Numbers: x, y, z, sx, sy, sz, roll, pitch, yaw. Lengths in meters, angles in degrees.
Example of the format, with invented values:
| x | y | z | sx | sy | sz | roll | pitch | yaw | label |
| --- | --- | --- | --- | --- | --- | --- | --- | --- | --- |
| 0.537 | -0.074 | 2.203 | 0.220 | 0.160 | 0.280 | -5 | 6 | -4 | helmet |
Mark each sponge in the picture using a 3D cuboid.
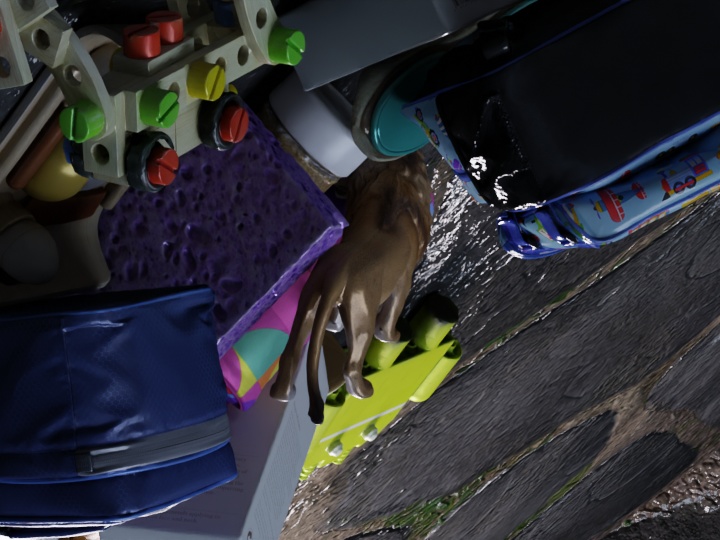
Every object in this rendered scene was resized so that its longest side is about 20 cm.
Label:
| x | y | z | sx | sy | sz | roll | pitch | yaw | label |
| --- | --- | --- | --- | --- | --- | --- | --- | --- | --- |
| -0.110 | 0.001 | 1.445 | 0.200 | 0.112 | 0.030 | -45 | 164 | 18 | sponge |

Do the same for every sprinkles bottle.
| x | y | z | sx | sy | sz | roll | pitch | yaw | label |
| --- | --- | --- | --- | --- | --- | --- | --- | --- | --- |
| -0.082 | -0.032 | 1.494 | 0.200 | 0.068 | 0.068 | -43 | 162 | 13 | sprinkles bottle |

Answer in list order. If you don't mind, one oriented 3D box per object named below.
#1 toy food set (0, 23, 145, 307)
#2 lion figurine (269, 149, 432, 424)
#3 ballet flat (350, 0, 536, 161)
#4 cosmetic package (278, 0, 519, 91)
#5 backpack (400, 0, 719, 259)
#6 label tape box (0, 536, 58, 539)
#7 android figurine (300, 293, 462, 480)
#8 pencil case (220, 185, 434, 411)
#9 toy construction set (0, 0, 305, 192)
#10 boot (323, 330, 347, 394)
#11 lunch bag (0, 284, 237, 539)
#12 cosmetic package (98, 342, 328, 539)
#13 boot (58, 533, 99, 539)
| x | y | z | sx | sy | sz | roll | pitch | yaw | label |
| --- | --- | --- | --- | --- | --- | --- | --- | --- | --- |
| -0.134 | -0.057 | 1.341 | 0.200 | 0.061 | 0.143 | -48 | 160 | 28 | toy food set |
| 0.000 | 0.000 | 1.472 | 0.200 | 0.072 | 0.123 | -76 | 179 | -65 | lion figurine |
| 0.040 | -0.122 | 1.498 | 0.200 | 0.062 | 0.068 | -34 | 133 | -45 | ballet flat |
| 0.071 | -0.171 | 1.395 | 0.199 | 0.052 | 0.151 | -28 | -175 | -33 | cosmetic package |
| 0.122 | -0.091 | 1.374 | 0.182 | 0.135 | 0.200 | -27 | -175 | -19 | backpack |
| -0.234 | 0.144 | 1.627 | 0.200 | 0.066 | 0.143 | -42 | 162 | 2 | label tape box |
| 0.005 | 0.102 | 2.051 | 0.182 | 0.041 | 0.200 | -19 | 152 | -48 | android figurine |
| -0.042 | -0.001 | 1.581 | 0.200 | 0.088 | 0.088 | -46 | 164 | -13 | pencil case |
| -0.101 | -0.116 | 1.177 | 0.199 | 0.092 | 0.132 | -23 | 123 | -40 | toy construction set |
| -0.108 | 0.117 | 1.803 | 0.200 | 0.073 | 0.156 | -25 | 161 | -48 | boot |
| -0.175 | 0.084 | 1.380 | 0.199 | 0.133 | 0.136 | -5 | -177 | 35 | lunch bag |
| -0.093 | 0.119 | 1.614 | 0.201 | 0.101 | 0.074 | -69 | 158 | -45 | cosmetic package |
| -0.174 | 0.212 | 1.908 | 0.200 | 0.074 | 0.155 | -21 | 151 | -51 | boot |
